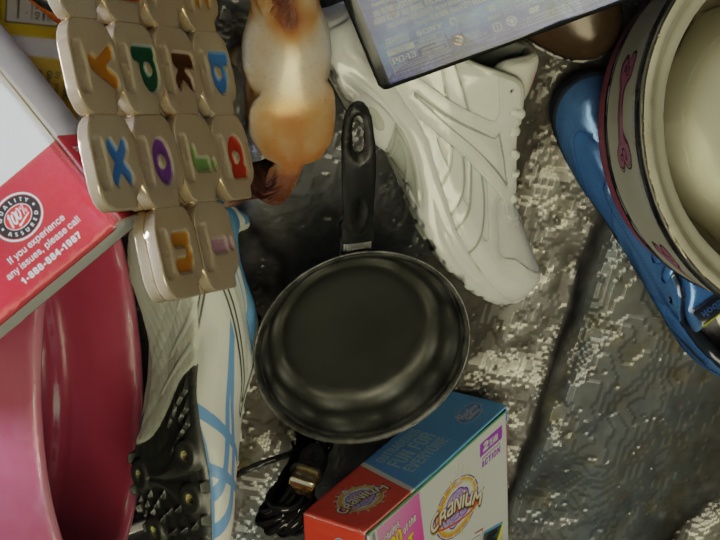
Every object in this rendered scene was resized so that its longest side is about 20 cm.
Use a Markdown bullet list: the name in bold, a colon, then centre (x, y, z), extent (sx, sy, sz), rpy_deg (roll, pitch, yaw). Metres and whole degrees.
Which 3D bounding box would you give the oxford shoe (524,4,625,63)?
- **oxford shoe**: centre (0.069, -0.172, 1.173), extent (0.073, 0.085, 0.200), rpy_deg (-40, 116, 8)

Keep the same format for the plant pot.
- **plant pot**: centre (-0.217, 0.062, 1.182), extent (0.178, 0.200, 0.201), rpy_deg (-3, 116, 9)

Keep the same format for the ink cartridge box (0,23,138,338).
- **ink cartridge box**: centre (-0.213, -0.056, 1.031), extent (0.144, 0.084, 0.200), rpy_deg (-38, 91, 6)

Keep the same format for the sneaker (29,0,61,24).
- **sneaker**: centre (-0.159, -0.197, 1.080), extent (0.092, 0.076, 0.200), rpy_deg (-41, 72, 2)

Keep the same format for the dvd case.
- **dvd case**: centre (0.038, -0.199, 1.109), extent (0.142, 0.018, 0.201), rpy_deg (-19, 107, 13)

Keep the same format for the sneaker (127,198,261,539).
- **sneaker**: centre (-0.079, 0.059, 1.221), extent (0.072, 0.072, 0.202), rpy_deg (3, 82, -39)

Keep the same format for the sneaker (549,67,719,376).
- **sneaker**: centre (0.170, -0.021, 1.264), extent (0.066, 0.079, 0.201), rpy_deg (-31, 115, 7)

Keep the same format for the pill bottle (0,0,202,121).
- **pill bottle**: centre (-0.178, -0.099, 1.146), extent (0.198, 0.113, 0.113), rpy_deg (5, 114, -12)

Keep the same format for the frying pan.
- **frying pan**: centre (-0.015, 0.009, 1.203), extent (0.114, 0.031, 0.191), rpy_deg (-26, 121, 2)

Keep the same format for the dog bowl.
- **dog bowl**: centre (0.209, -0.075, 1.212), extent (0.199, 0.074, 0.202), rpy_deg (-1, 92, -25)

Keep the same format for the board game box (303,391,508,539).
- **board game box**: centre (0.030, 0.189, 1.303), extent (0.040, 0.153, 0.201), rpy_deg (13, 119, 30)

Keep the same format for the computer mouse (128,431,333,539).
- **computer mouse**: centre (-0.104, 0.140, 1.286), extent (0.199, 0.110, 0.044), rpy_deg (-21, 110, 10)

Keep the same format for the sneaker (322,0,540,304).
- **sneaker**: centre (0.058, -0.069, 1.218), extent (0.099, 0.078, 0.200), rpy_deg (-30, 122, 4)

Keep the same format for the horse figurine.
- **horse figurine**: centre (-0.042, -0.113, 1.152), extent (0.050, 0.133, 0.201), rpy_deg (-5, 116, -10)

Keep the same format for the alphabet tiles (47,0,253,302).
- **alphabet tiles**: centre (-0.094, -0.087, 1.038), extent (0.014, 0.196, 0.201), rpy_deg (-12, 91, 17)
